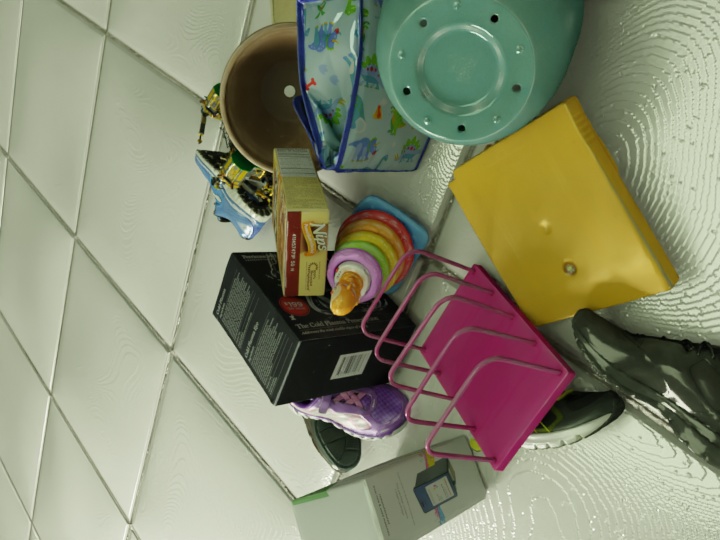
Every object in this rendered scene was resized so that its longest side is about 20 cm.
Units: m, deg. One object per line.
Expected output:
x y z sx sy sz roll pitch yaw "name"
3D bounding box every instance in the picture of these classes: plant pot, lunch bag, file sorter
-0.098 -0.244 0.895 0.093 0.198 0.203 -114 38 -63 "plant pot"
0.102 -0.211 0.584 0.198 0.162 0.203 10 127 13 "plant pot"
0.013 -0.221 0.773 0.126 0.169 0.203 3 99 42 "lunch bag"
0.102 0.091 0.701 0.140 0.124 0.201 -60 34 22 "file sorter"

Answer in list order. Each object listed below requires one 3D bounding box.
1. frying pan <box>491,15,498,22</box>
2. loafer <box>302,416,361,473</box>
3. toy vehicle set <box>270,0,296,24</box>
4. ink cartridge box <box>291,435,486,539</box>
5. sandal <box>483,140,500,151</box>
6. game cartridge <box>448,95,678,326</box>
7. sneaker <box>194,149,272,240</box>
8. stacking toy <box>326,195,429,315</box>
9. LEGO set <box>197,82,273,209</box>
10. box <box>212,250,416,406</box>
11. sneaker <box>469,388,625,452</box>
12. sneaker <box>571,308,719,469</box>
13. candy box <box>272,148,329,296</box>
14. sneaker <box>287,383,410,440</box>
0.208 -0.300 0.636 0.114 0.031 0.191 36 105 22 "frying pan"
-0.057 0.218 0.969 0.201 0.071 0.063 62 150 28 "loafer"
-0.060 -0.417 0.917 0.198 0.026 0.126 0 95 43 "toy vehicle set"
0.038 0.284 0.786 0.145 0.198 0.089 -32 70 41 "ink cartridge box"
0.183 -0.092 0.690 0.211 0.077 0.070 41 115 27 "sandal"
0.197 -0.049 0.650 0.176 0.032 0.202 -26 96 53 "game cartridge"
-0.230 -0.130 1.076 0.201 0.078 0.090 51 123 27 "sneaker"
0.000 0.000 0.774 0.109 0.200 0.117 33 120 1 "stacking toy"
-0.184 -0.175 0.981 0.116 0.153 0.202 -42 64 38 "LEGO set"
-0.063 0.065 0.845 0.182 0.198 0.105 44 123 37 "box"
0.192 0.152 0.710 0.199 0.074 0.086 -25 77 42 "sneaker"
0.297 0.094 0.610 0.199 0.076 0.091 39 111 17 "sneaker"
-0.081 -0.069 0.821 0.201 0.054 0.117 -111 24 -57 "candy box"
-0.029 0.177 0.878 0.197 0.089 0.081 8 67 22 "sneaker"
